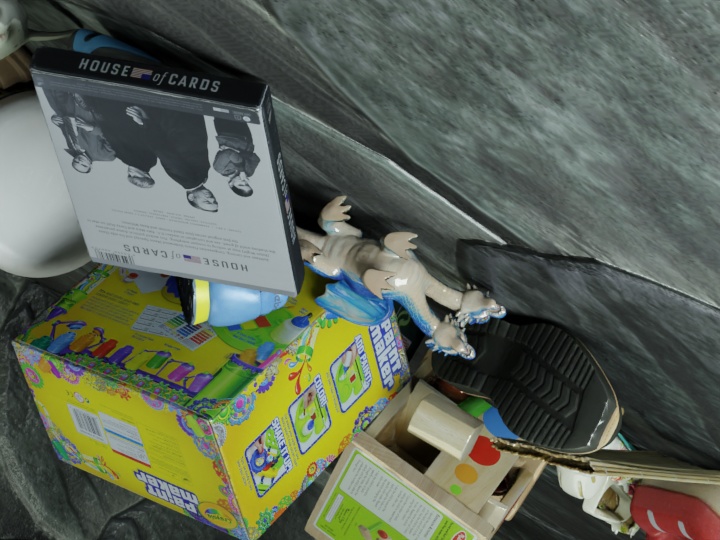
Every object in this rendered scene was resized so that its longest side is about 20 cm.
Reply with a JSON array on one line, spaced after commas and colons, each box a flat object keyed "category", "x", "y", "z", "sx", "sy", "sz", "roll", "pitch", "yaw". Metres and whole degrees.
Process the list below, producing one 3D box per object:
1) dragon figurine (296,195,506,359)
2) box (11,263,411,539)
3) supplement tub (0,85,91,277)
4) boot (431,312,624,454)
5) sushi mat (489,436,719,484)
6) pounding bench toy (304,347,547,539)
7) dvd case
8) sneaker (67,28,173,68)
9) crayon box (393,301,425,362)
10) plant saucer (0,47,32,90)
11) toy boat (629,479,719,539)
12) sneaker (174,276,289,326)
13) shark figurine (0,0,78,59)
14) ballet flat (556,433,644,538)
[{"category": "dragon figurine", "x": 0.000, "y": 0.000, "z": 1.514, "sx": 0.199, "sy": 0.059, "sz": 0.100, "roll": 21, "pitch": 162, "yaw": 22}, {"category": "box", "x": -0.105, "y": 0.064, "z": 1.610, "sx": 0.199, "sy": 0.193, "sz": 0.122, "roll": 19, "pitch": 139, "yaw": 37}, {"category": "supplement tub", "x": -0.283, "y": -0.076, "z": 1.780, "sx": 0.145, "sy": 0.145, "sz": 0.200, "roll": 35, "pitch": 170, "yaw": -28}, {"category": "boot", "x": 0.154, "y": 0.092, "z": 1.541, "sx": 0.138, "sy": 0.078, "sz": 0.200, "roll": 29, "pitch": -176, "yaw": -31}, {"category": "sushi mat", "x": 0.186, "y": 0.135, "z": 1.572, "sx": 0.095, "sy": 0.012, "sz": 0.199, "roll": 10, "pitch": 180, "yaw": 42}, {"category": "pounding bench toy", "x": 0.073, "y": 0.130, "z": 1.673, "sx": 0.124, "sy": 0.156, "sz": 0.200, "roll": 35, "pitch": 138, "yaw": 9}, {"category": "dvd case", "x": -0.118, "y": -0.058, "z": 1.400, "sx": 0.149, "sy": 0.025, "sz": 0.200, "roll": 10, "pitch": 148, "yaw": 13}, {"category": "sneaker", "x": -0.140, "y": -0.087, "z": 1.452, "sx": 0.073, "sy": 0.082, "sz": 0.200, "roll": 28, "pitch": 169, "yaw": 31}, {"category": "crayon box", "x": -0.053, "y": 0.008, "z": 1.785, "sx": 0.199, "sy": 0.051, "sz": 0.127, "roll": 21, "pitch": 166, "yaw": 47}, {"category": "plant saucer", "x": -0.335, "y": -0.195, "z": 1.686, "sx": 0.199, "sy": 0.030, "sz": 0.200, "roll": 31, "pitch": 170, "yaw": 6}, {"category": "toy boat", "x": 0.269, "y": 0.231, "z": 1.681, "sx": 0.130, "sy": 0.131, "sz": 0.200, "roll": 33, "pitch": 171, "yaw": -15}, {"category": "sneaker", "x": -0.098, "y": -0.027, "z": 1.581, "sx": 0.078, "sy": 0.066, "sz": 0.200, "roll": -5, "pitch": -145, "yaw": -12}, {"category": "shark figurine", "x": -0.276, "y": -0.163, "z": 1.462, "sx": 0.214, "sy": 0.128, "sz": 0.090, "roll": -18, "pitch": 92, "yaw": 43}, {"category": "ballet flat", "x": 0.193, "y": 0.161, "z": 1.768, "sx": 0.075, "sy": 0.064, "sz": 0.200, "roll": 25, "pitch": 168, "yaw": 39}]
